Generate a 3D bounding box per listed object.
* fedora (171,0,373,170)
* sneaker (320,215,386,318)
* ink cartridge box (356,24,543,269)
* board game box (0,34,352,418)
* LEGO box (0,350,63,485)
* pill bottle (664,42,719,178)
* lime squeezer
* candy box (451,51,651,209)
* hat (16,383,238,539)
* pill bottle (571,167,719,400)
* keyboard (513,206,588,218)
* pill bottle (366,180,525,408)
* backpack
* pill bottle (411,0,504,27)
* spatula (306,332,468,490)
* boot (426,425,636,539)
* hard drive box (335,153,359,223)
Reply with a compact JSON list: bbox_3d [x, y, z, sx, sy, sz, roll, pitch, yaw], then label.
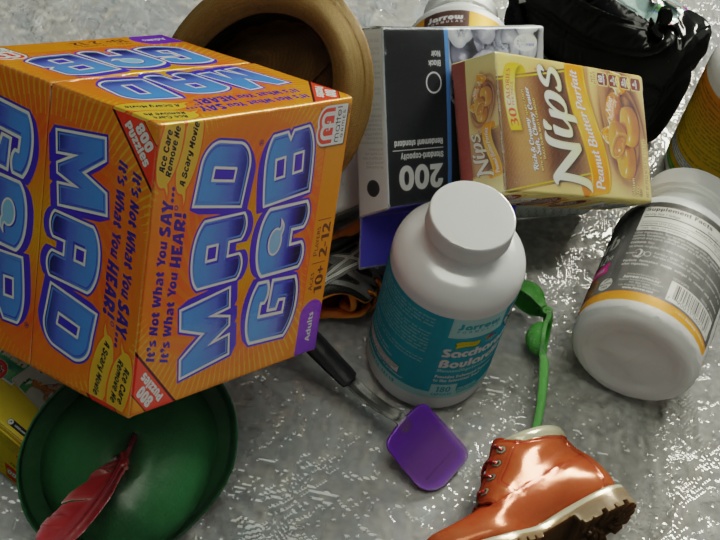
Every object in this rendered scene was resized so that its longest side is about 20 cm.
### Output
[{"bbox_3d":[-0.069,-0.139,1.105,0.200,0.202,0.082,37,16,17],"label":"fedora"},{"bbox_3d":[0.000,0.000,1.210,0.199,0.078,0.078,-23,67,-17],"label":"sneaker"},{"bbox_3d":[0.080,-0.108,1.173,0.197,0.202,0.043,-10,13,-41],"label":"ink cartridge box"},{"bbox_3d":[-0.154,-0.045,0.986,0.199,0.202,0.199,22,23,32],"label":"board game box"},{"bbox_3d":[-0.268,0.069,1.098,0.199,0.077,0.149,36,55,16],"label":"LEGO box"},{"bbox_3d":[0.374,-0.158,1.315,0.110,0.201,0.112,5,52,-7],"label":"pill bottle"},{"bbox_3d":[0.142,0.050,1.217,0.070,0.038,0.201,-13,58,-20],"label":"lime squeezer"},{"bbox_3d":[0.167,-0.115,1.172,0.199,0.055,0.117,1,83,-43],"label":"candy box"},{"bbox_3d":[-0.145,0.168,0.952,0.199,0.166,0.176,-37,29,-13],"label":"hat"},{"bbox_3d":[0.271,0.008,1.225,0.116,0.117,0.201,24,52,8],"label":"pill bottle"},{"bbox_3d":[0.127,-0.055,1.284,0.198,0.056,0.011,-4,84,-14],"label":"keyboard"},{"bbox_3d":[0.071,0.018,1.124,0.110,0.201,0.112,5,53,-6],"label":"pill bottle"},{"bbox_3d":[0.242,-0.234,1.391,0.200,0.168,0.126,38,36,22],"label":"backpack"},{"bbox_3d":[0.094,-0.182,1.337,0.108,0.110,0.201,9,52,-4],"label":"pill bottle"},{"bbox_3d":[0.004,0.101,1.138,0.200,0.021,0.057,42,63,8],"label":"spatula"},{"bbox_3d":[0.112,0.189,1.090,0.199,0.075,0.108,-16,54,-31],"label":"boot"},{"bbox_3d":[-0.077,-0.103,1.196,0.198,0.077,0.157,-22,87,-8],"label":"hard drive box"}]
